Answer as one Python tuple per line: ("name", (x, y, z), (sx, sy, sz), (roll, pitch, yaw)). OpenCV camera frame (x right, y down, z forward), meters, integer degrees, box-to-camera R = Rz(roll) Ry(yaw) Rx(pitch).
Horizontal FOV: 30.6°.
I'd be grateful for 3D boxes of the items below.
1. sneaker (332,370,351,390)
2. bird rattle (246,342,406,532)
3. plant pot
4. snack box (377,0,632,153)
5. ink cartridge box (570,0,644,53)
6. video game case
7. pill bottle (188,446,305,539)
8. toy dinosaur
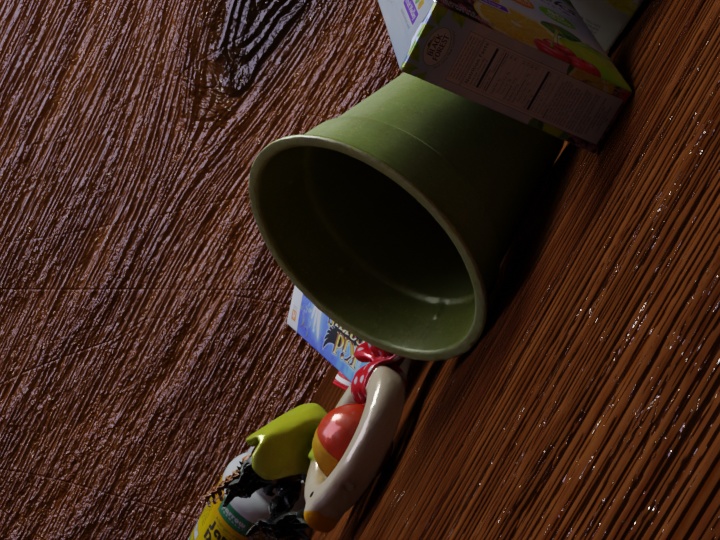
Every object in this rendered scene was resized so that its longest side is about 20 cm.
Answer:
("sneaker", (0.007, 0.080, 1.553), (0.116, 0.078, 0.200), (-60, 1, 24))
("bird rattle", (0.004, 0.126, 1.070), (0.200, 0.113, 0.163), (-48, 18, 22))
("plant pot", (0.055, -0.070, 0.962), (0.190, 0.200, 0.200), (-48, -6, -31))
("snack box", (0.086, -0.165, 0.879), (0.053, 0.142, 0.200), (-60, 19, 24))
("ink cartridge box", (0.174, -0.283, 0.985), (0.145, 0.144, 0.200), (-63, 1, -28))
("video game case", (0.000, 0.000, 1.250), (0.200, 0.045, 0.182), (35, 117, 60))
("pill bottle", (-0.125, 0.288, 1.569), (0.200, 0.113, 0.113), (-60, 2, 33))
("toy dinosaur", (-0.085, 0.220, 1.432), (0.200, 0.102, 0.136), (-49, 11, 30))
